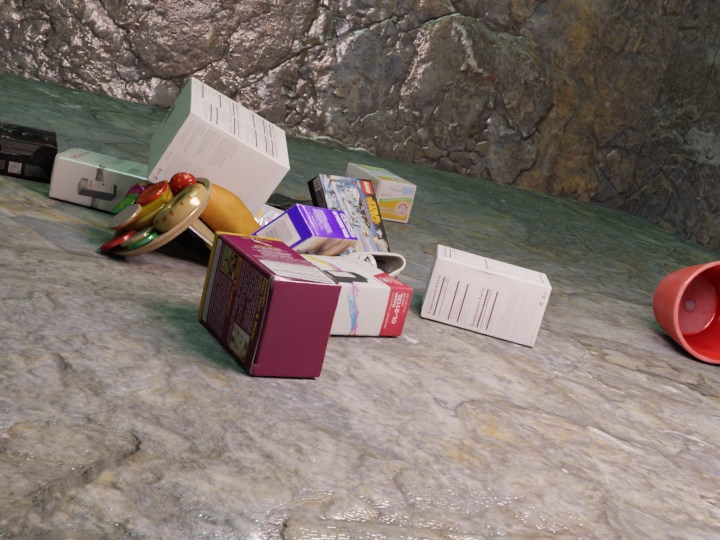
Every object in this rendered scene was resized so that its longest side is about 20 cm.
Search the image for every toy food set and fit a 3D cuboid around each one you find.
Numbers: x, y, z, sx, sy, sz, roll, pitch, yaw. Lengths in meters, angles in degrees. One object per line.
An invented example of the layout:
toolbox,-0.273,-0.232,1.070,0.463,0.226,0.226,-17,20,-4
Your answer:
toy food set,-0.327,-0.092,1.562,0.049,0.197,0.200,57,7,-28

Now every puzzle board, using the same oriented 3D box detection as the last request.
puzzle board,-0.264,-0.065,1.669,0.151,0.017,0.200,42,3,-28

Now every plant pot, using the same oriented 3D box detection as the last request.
plant pot,0.677,0.074,1.921,0.199,0.201,0.177,13,2,-6

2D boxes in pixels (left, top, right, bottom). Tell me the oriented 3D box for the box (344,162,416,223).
box,0.045,-0.203,2.543,0.112,0.102,0.200,7,15,-28

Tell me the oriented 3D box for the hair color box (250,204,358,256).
hair color box,-0.092,-0.050,1.594,0.065,0.109,0.200,61,18,9

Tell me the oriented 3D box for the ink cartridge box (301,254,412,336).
ink cartridge box,-0.045,0.036,1.480,0.199,0.083,0.146,5,17,-39

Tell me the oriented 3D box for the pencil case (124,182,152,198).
pencil case,-0.336,-0.108,1.779,0.199,0.089,0.088,0,19,-44

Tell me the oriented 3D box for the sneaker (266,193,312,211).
sneaker,-0.156,-0.139,2.146,0.104,0.060,0.200,24,19,20

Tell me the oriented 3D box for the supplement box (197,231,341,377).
supplement box,-0.123,0.040,1.272,0.103,0.132,0.200,7,16,-31

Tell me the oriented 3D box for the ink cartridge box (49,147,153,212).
ink cartridge box,-0.471,-0.165,1.855,0.199,0.085,0.146,16,12,-3

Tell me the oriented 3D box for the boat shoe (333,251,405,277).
boat shoe,0.000,0.000,1.658,0.199,0.066,0.072,0,61,-46

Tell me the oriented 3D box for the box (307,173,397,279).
box,-0.014,-0.073,1.769,0.137,0.201,0.040,1,-22,-45

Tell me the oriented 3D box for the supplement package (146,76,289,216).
supplement package,-0.252,-0.207,1.730,0.200,0.152,0.151,28,26,-25

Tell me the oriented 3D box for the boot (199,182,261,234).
boot,-0.206,-0.067,1.640,0.201,0.071,0.144,41,6,-20

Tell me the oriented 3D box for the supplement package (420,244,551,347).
supplement package,0.213,0.042,1.680,0.199,0.110,0.114,15,13,2

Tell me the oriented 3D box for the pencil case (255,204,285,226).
pencil case,-0.117,-0.064,1.807,0.199,0.091,0.083,12,13,-9

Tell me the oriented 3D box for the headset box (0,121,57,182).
headset box,-0.693,-0.246,1.967,0.148,0.078,0.200,9,15,-21
